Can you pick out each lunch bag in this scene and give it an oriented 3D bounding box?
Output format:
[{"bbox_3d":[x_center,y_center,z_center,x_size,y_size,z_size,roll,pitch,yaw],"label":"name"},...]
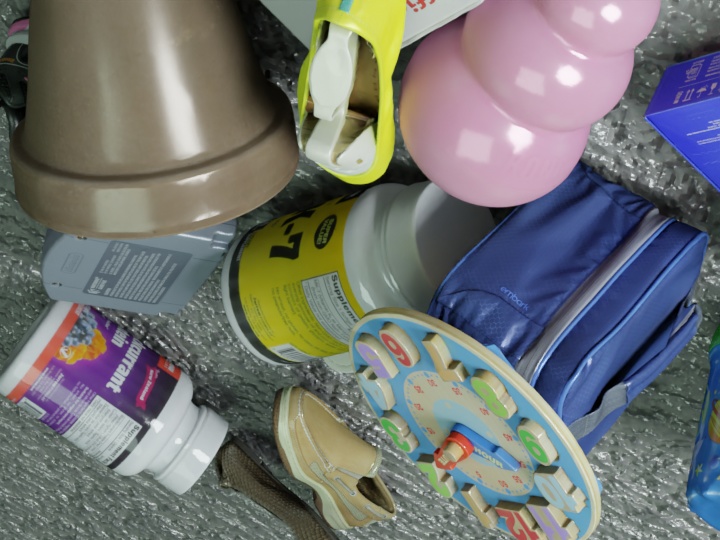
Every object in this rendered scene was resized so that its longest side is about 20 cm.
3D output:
[{"bbox_3d":[0.148,0.033,1.082,0.132,0.200,0.136,34,150,23],"label":"lunch bag"}]

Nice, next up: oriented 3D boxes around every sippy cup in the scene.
[{"bbox_3d":[0.289,0.119,1.117,0.139,0.131,0.178,5,152,43],"label":"sippy cup"}]

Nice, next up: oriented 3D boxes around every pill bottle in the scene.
[{"bbox_3d":[0.000,0.000,1.198,0.199,0.115,0.114,-16,126,43],"label":"pill bottle"},{"bbox_3d":[-0.224,0.117,1.484,0.200,0.112,0.111,36,143,-12],"label":"pill bottle"}]

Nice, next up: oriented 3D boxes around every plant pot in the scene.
[{"bbox_3d":[-0.149,-0.142,1.087,0.199,0.200,0.176,8,121,25],"label":"plant pot"}]

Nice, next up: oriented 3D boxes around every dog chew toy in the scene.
[{"bbox_3d":[0.108,-0.127,0.978,0.124,0.125,0.200,34,136,-8],"label":"dog chew toy"}]

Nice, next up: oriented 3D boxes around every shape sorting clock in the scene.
[{"bbox_3d":[0.068,0.104,1.029,0.199,0.039,0.200,33,154,18],"label":"shape sorting clock"}]

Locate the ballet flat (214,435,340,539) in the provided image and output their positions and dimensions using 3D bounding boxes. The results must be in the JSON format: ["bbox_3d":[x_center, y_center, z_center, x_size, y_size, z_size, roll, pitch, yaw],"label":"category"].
[{"bbox_3d":[-0.072,0.229,1.507,0.200,0.046,0.067,40,167,32],"label":"ballet flat"}]

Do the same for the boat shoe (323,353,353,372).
[{"bbox_3d":[0.064,0.044,1.274,0.199,0.073,0.062,-10,173,31],"label":"boat shoe"}]

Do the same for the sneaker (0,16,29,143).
[{"bbox_3d":[-0.229,-0.095,1.251,0.080,0.087,0.200,-2,137,36],"label":"sneaker"}]

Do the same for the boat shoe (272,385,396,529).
[{"bbox_3d":[-0.017,0.167,1.458,0.076,0.072,0.200,-3,145,21],"label":"boat shoe"}]

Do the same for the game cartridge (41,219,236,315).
[{"bbox_3d":[-0.188,-0.014,1.304,0.132,0.041,0.200,6,159,-19],"label":"game cartridge"}]

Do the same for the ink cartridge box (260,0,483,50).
[{"bbox_3d":[-0.022,-0.229,0.959,0.200,0.085,0.146,43,142,-23],"label":"ink cartridge box"}]

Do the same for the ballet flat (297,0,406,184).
[{"bbox_3d":[-0.012,-0.104,0.980,0.066,0.067,0.200,19,145,8],"label":"ballet flat"}]

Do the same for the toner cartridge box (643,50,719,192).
[{"bbox_3d":[0.268,-0.094,0.934,0.095,0.043,0.200,38,155,-24],"label":"toner cartridge box"}]
